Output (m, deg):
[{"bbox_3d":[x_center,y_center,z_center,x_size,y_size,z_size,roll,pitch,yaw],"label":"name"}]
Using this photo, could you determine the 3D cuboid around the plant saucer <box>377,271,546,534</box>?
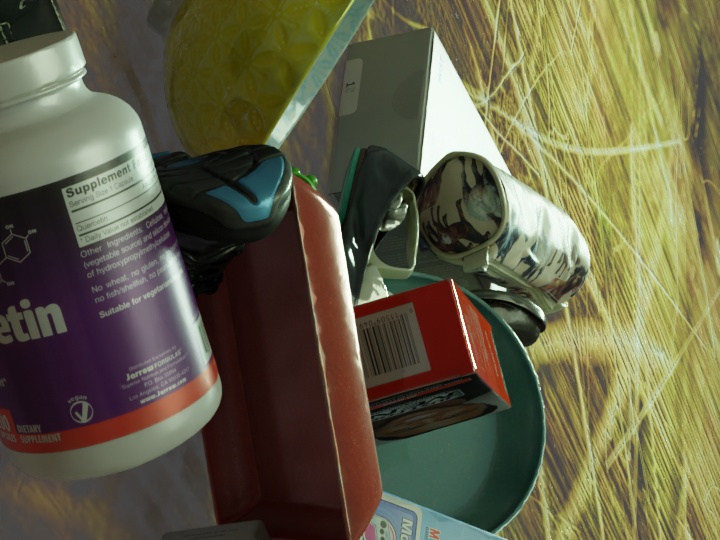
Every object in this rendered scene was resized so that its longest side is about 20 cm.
[{"bbox_3d":[0.033,0.101,1.279,0.199,0.036,0.201,7,70,-21],"label":"plant saucer"}]

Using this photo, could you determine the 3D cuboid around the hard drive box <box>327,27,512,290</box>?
[{"bbox_3d":[0.054,-0.068,1.482,0.200,0.076,0.156,58,31,-46],"label":"hard drive box"}]

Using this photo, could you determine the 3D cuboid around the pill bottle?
[{"bbox_3d":[-0.144,-0.008,0.890,0.112,0.112,0.201,-49,126,-64],"label":"pill bottle"}]

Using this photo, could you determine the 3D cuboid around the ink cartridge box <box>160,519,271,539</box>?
[{"bbox_3d":[-0.090,0.242,0.984,0.200,0.067,0.117,-65,141,-55],"label":"ink cartridge box"}]

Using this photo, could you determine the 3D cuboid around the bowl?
[{"bbox_3d":[-0.066,-0.155,1.135,0.107,0.200,0.200,33,30,0],"label":"bowl"}]

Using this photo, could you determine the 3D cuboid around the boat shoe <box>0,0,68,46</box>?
[{"bbox_3d":[-0.181,-0.163,0.925,0.075,0.066,0.200,-76,149,-47],"label":"boat shoe"}]

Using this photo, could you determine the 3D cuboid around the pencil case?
[{"bbox_3d":[0.110,-0.023,1.397,0.200,0.077,0.090,26,60,-61],"label":"pencil case"}]

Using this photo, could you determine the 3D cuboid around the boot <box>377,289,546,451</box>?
[{"bbox_3d":[0.056,0.105,1.349,0.199,0.069,0.175,2,72,-27],"label":"boot"}]

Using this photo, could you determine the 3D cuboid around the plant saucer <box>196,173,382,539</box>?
[{"bbox_3d":[-0.047,0.052,1.041,0.037,0.199,0.201,-10,89,-25],"label":"plant saucer"}]

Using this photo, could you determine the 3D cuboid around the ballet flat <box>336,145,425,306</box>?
[{"bbox_3d":[0.000,0.000,1.240,0.073,0.073,0.201,60,39,-42],"label":"ballet flat"}]

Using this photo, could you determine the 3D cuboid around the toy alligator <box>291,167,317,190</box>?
[{"bbox_3d":[-0.047,-0.043,1.206,0.200,0.059,0.054,-67,-178,-72],"label":"toy alligator"}]

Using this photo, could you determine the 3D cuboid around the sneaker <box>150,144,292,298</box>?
[{"bbox_3d":[-0.084,-0.021,0.976,0.200,0.073,0.082,7,-72,66],"label":"sneaker"}]

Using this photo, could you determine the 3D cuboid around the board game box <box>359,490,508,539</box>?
[{"bbox_3d":[0.052,0.245,1.035,0.195,0.056,0.201,24,54,-24],"label":"board game box"}]

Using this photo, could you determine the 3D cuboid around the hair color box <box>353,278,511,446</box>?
[{"bbox_3d":[0.031,0.061,1.146,0.200,0.101,0.062,39,35,-76],"label":"hair color box"}]
